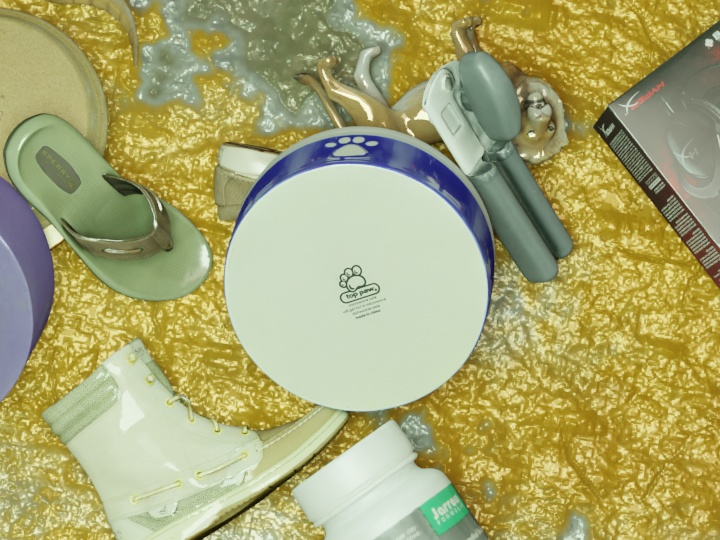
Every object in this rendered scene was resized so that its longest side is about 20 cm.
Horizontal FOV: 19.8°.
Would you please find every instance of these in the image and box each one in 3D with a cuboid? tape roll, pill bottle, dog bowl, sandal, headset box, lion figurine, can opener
[{"bbox_3d":[-0.329,0.015,1.508,0.199,0.085,0.201,1,111,2],"label":"tape roll"},{"bbox_3d":[0.042,0.219,1.525,0.113,0.113,0.200,-34,86,-7],"label":"pill bottle"},{"bbox_3d":[0.000,0.000,1.525,0.199,0.079,0.201,2,112,5],"label":"dog bowl"},{"bbox_3d":[-0.185,-0.039,1.537,0.201,0.057,0.080,40,76,-37],"label":"sandal"},{"bbox_3d":[0.302,-0.085,1.598,0.149,0.077,0.200,-36,84,-7],"label":"headset box"},{"bbox_3d":[0.056,-0.125,1.603,0.199,0.072,0.123,-14,93,10],"label":"lion figurine"},{"bbox_3d":[0.108,-0.074,1.547,0.053,0.066,0.200,-52,128,-30],"label":"can opener"}]

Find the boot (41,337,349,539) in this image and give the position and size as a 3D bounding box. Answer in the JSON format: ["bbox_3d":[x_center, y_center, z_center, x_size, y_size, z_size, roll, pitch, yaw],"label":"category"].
[{"bbox_3d":[-0.124,0.113,1.555,0.199,0.072,0.155,-33,82,-6],"label":"boot"}]

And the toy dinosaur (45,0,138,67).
[{"bbox_3d":[-0.224,-0.229,1.602,0.199,0.060,0.107,22,86,22],"label":"toy dinosaur"}]

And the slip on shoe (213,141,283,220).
[{"bbox_3d":[-0.015,-0.054,1.581,0.199,0.076,0.061,9,96,-2],"label":"slip on shoe"}]

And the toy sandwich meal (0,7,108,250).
[{"bbox_3d":[-0.281,-0.101,1.580,0.204,0.070,0.207,0,79,-2],"label":"toy sandwich meal"}]
